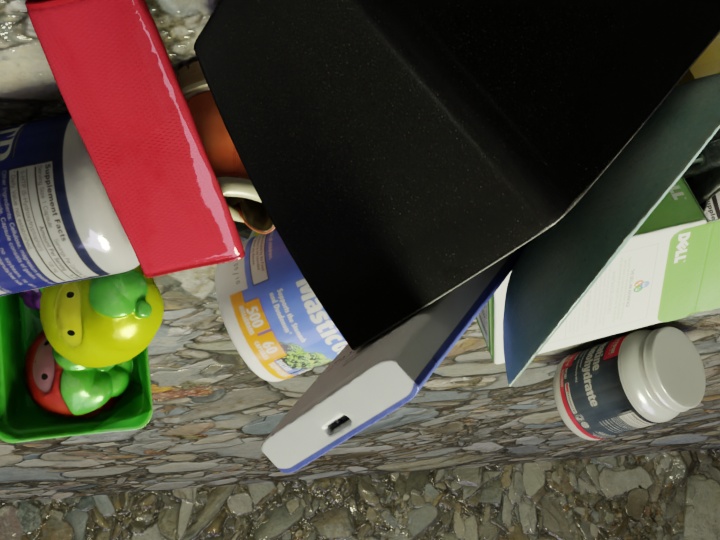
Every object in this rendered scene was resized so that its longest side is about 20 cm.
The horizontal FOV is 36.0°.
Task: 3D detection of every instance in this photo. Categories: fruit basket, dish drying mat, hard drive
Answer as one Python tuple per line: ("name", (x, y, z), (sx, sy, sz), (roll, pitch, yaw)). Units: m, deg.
("fruit basket", (-0.237, 0.037, 0.920), (0.154, 0.218, 0.216), (-5, 162, -6))
("dish drying mat", (-0.139, -0.085, 0.703), (0.076, 0.018, 0.201), (-11, 124, 12))
("hard drive", (0.036, 0.021, 0.617), (0.132, 0.025, 0.200), (-39, -174, 47))

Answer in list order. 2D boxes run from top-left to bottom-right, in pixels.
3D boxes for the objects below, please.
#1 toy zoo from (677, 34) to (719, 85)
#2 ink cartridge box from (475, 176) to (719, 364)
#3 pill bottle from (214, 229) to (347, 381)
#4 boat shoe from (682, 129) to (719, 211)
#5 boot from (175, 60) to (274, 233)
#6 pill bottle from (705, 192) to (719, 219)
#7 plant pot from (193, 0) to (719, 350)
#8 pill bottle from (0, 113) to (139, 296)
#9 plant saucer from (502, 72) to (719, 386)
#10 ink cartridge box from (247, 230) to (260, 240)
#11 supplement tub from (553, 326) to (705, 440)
("toy zoo", (0.185, -0.105, 0.663), (0.131, 0.021, 0.200), (-28, 174, -34))
("ink cartridge box", (0.177, -0.010, 0.760), (0.198, 0.060, 0.104), (-13, 139, -4))
("pill bottle", (0.000, 0.000, 0.836), (0.198, 0.113, 0.112), (-23, 158, 16))
("boat shoe", (0.218, -0.062, 0.809), (0.071, 0.072, 0.200), (-2, 159, -11))
("boot", (-0.065, -0.071, 0.825), (0.074, 0.108, 0.199), (-18, 161, 25))
("pill bottle", (0.300, -0.049, 1.023), (0.198, 0.114, 0.112), (-19, 159, 30))
("plant pot", (0.036, -0.111, 0.557), (0.200, 0.178, 0.200), (-46, -174, -33))
("pill bottle", (-0.214, -0.051, 0.801), (0.198, 0.121, 0.120), (-11, 162, 9))
("plant saucer", (0.126, -0.030, 0.565), (0.201, 0.039, 0.201), (-49, 169, -13))
("ink cartridge box", (-0.010, -0.010, 1.005), (0.195, 0.048, 0.200), (-3, 162, -20))
("supplement tub", (0.406, 0.172, 1.686), (0.139, 0.142, 0.199), (7, 157, -38))
